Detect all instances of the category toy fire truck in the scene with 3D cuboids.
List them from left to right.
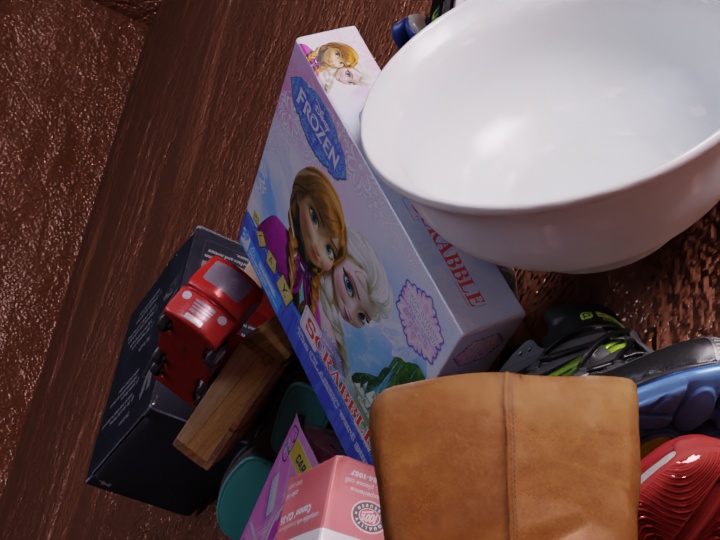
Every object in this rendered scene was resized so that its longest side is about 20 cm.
[{"bbox_3d":[-0.093,0.030,0.945,0.141,0.049,0.200,-52,-6,-26],"label":"toy fire truck"}]

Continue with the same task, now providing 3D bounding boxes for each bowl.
[{"bbox_3d":[0.107,-0.063,0.626,0.200,0.091,0.202,-15,39,12],"label":"bowl"}]

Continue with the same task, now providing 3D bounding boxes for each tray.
[{"bbox_3d":[-0.073,0.081,0.987,0.099,0.037,0.200,-55,-4,13],"label":"tray"}]

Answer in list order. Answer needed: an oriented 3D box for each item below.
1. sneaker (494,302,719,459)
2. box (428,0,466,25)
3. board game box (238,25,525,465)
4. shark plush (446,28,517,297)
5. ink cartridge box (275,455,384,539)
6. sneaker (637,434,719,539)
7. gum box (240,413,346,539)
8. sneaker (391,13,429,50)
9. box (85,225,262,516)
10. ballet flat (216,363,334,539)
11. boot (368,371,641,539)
[{"bbox_3d":[0.107,0.051,0.591,0.200,0.070,0.083,153,129,-68],"label":"sneaker"},{"bbox_3d":[0.102,-0.176,0.801,0.035,0.110,0.201,-46,28,50],"label":"box"},{"bbox_3d":[0.000,0.000,0.746,0.201,0.041,0.200,61,152,24],"label":"board game box"},{"bbox_3d":[0.052,-0.041,0.742,0.201,0.083,0.091,91,178,-50],"label":"shark plush"},{"bbox_3d":[0.005,0.208,0.632,0.067,0.116,0.201,-37,35,56],"label":"ink cartridge box"},{"bbox_3d":[0.087,0.127,0.555,0.201,0.078,0.116,-59,21,23],"label":"sneaker"},{"bbox_3d":[-0.021,0.183,0.815,0.114,0.066,0.200,-66,18,9],"label":"gum box"},{"bbox_3d":[0.032,-0.090,0.942,0.075,0.088,0.201,-6,65,68],"label":"sneaker"},{"bbox_3d":[-0.162,0.102,1.230,0.197,0.117,0.201,-45,28,50],"label":"box"},{"bbox_3d":[-0.050,0.133,0.975,0.073,0.073,0.200,-89,21,-48],"label":"ballet flat"},{"bbox_3d":[0.093,0.115,0.417,0.200,0.187,0.069,-85,-12,-53],"label":"boot"}]
